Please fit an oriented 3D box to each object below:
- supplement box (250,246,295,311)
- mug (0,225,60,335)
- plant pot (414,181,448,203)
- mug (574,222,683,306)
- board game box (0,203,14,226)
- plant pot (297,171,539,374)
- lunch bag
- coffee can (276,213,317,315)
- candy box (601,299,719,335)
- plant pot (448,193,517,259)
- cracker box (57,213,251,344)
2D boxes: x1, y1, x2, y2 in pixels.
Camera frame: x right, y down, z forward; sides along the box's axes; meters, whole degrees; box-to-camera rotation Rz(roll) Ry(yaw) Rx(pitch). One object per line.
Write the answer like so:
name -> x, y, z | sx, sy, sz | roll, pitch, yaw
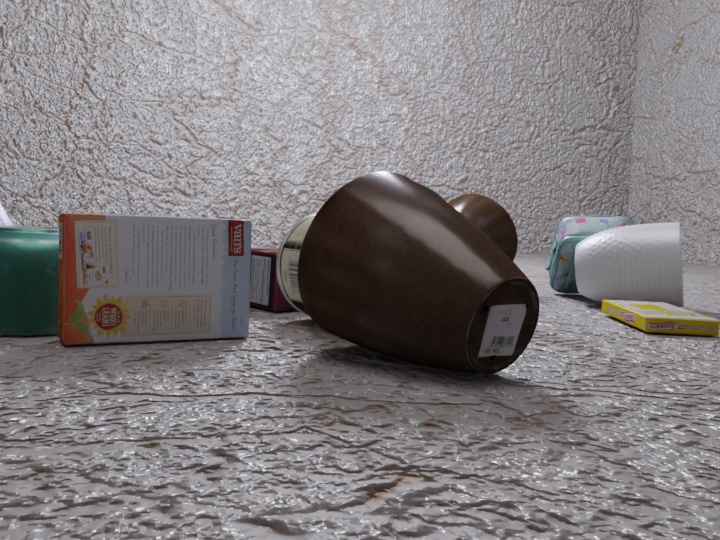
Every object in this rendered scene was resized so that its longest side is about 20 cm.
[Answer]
supplement box -> -0.144, 0.008, 1.175 | 0.110, 0.086, 0.200 | -1, 5, -40
mug -> -0.375, 0.006, 0.880 | 0.151, 0.115, 0.185 | 3, 5, 16
plant pot -> 0.047, -0.025, 1.163 | 0.199, 0.201, 0.135 | 1, -13, -13
mug -> 0.484, 0.005, 1.348 | 0.175, 0.148, 0.200 | -2, -27, 23
board game box -> -0.529, -0.014, 0.877 | 0.200, 0.045, 0.134 | -30, 2, 5
plant pot -> 0.069, 0.018, 0.734 | 0.186, 0.188, 0.200 | -1, 20, -39
lunch bag -> 0.454, -0.024, 1.484 | 0.160, 0.077, 0.200 | 0, -35, 6
coffee can -> 0.000, 0.000, 0.950 | 0.146, 0.147, 0.200 | 0, 5, -32
candy box -> 0.436, 0.067, 1.107 | 0.102, 0.027, 0.200 | 5, 5, 1
plant pot -> 0.187, -0.040, 1.489 | 0.186, 0.188, 0.200 | 5, 19, 33
cracker box -> -0.222, 0.008, 0.817 | 0.199, 0.135, 0.058 | 1, 4, -29
